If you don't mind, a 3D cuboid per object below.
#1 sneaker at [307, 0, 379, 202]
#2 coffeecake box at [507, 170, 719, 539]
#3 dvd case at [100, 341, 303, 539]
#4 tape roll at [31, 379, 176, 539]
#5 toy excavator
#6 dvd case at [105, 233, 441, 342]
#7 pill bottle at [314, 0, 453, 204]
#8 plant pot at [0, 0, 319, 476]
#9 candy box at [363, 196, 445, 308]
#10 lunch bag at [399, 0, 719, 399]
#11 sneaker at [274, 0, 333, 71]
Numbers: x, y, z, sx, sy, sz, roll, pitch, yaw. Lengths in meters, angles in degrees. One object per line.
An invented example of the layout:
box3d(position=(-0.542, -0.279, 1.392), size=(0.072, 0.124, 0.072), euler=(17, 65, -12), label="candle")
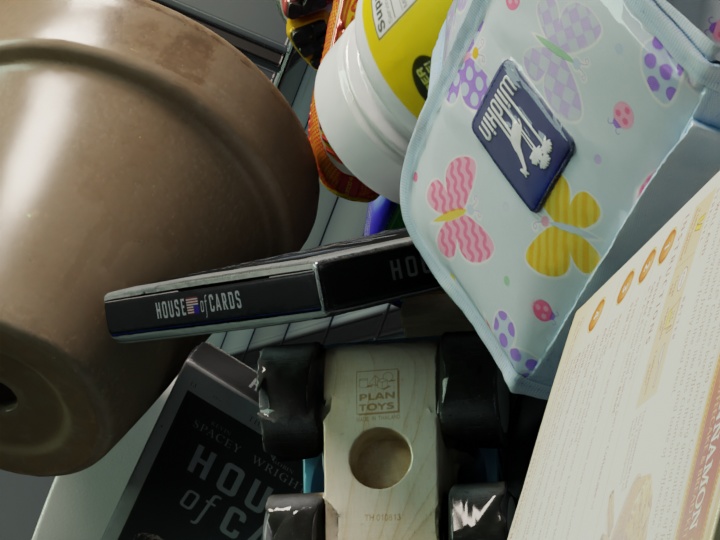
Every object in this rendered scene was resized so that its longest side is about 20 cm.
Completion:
box3d(position=(0.013, -0.130, 1.361), size=(0.077, 0.073, 0.201), euler=(119, 172, -72), label="sneaker")
box3d(position=(0.102, 0.057, 0.751), size=(0.200, 0.073, 0.154), euler=(127, 163, -65), label="coffeecake box")
box3d(position=(-0.050, 0.147, 1.308), size=(0.025, 0.150, 0.200), euler=(-50, -11, -54), label="dvd case")
box3d(position=(-0.092, 0.153, 1.504), size=(0.203, 0.139, 0.204), euler=(20, -90, -85), label="tape roll")
box3d(position=(0.023, 0.077, 1.183), size=(0.200, 0.099, 0.195), euler=(66, -159, -65), label="toy excavator")
box3d(position=(0.000, 0.000, 1.165), size=(0.200, 0.150, 0.025), euler=(-7, 95, 60), label="dvd case")
box3d(position=(0.069, -0.117, 1.215), size=(0.200, 0.114, 0.115), euler=(-45, 22, 46), label="pill bottle")
box3d(position=(-0.136, -0.004, 1.302), size=(0.200, 0.200, 0.175), euler=(-60, 6, 49), label="plant pot")
box3d(position=(0.072, -0.093, 1.403), size=(0.169, 0.077, 0.201), euler=(-82, 14, -65), label="candy box")
box3d(position=(0.093, -0.076, 1.018), size=(0.201, 0.127, 0.170), euler=(-85, 17, -45), label="lunch bag")
box3d(position=(0.016, -0.121, 1.529), size=(0.078, 0.200, 0.082), euler=(-36, 41, 4), label="sneaker")
